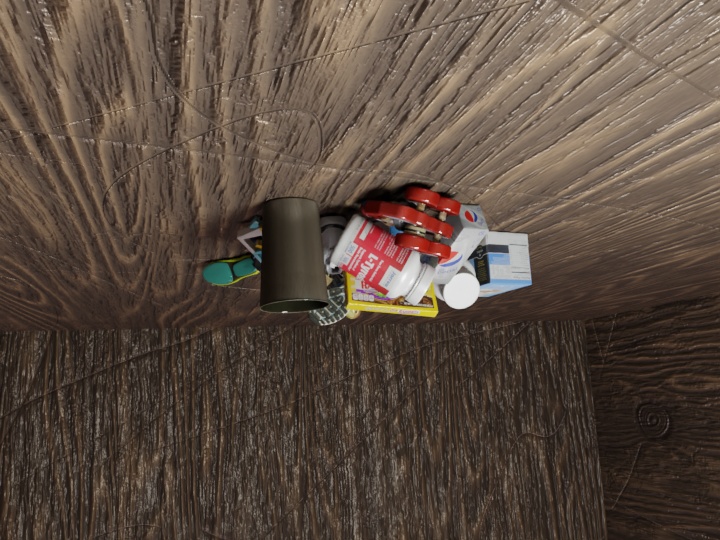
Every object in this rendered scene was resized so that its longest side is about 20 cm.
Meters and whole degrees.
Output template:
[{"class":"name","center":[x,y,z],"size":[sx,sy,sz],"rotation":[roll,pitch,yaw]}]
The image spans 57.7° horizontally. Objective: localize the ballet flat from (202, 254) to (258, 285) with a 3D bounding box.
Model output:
[{"class":"ballet flat","center":[-0.329,-0.004,1.744],"size":[0.198,0.068,0.067],"rotation":[-11,-172,31]}]

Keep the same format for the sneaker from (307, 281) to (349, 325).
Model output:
[{"class":"sneaker","center":[-0.041,0.067,1.601],"size":[0.199,0.079,0.090],"rotation":[-34,177,-8]}]

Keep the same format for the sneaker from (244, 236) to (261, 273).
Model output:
[{"class":"sneaker","center":[-0.216,-0.015,1.573],"size":[0.077,0.071,0.201],"rotation":[5,142,16]}]

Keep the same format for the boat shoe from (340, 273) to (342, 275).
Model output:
[{"class":"boat shoe","center":[0.027,-0.037,1.633],"size":[0.197,0.073,0.060],"rotation":[-14,151,14]}]

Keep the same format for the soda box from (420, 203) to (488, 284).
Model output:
[{"class":"soda box","center":[0.195,-0.053,1.402],"size":[0.062,0.069,0.201],"rotation":[2,145,-23]}]

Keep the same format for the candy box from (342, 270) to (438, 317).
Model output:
[{"class":"candy box","center":[0.062,0.041,1.367],"size":[0.197,0.103,0.027],"rotation":[6,141,-17]}]

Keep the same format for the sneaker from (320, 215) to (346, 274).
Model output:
[{"class":"sneaker","center":[-0.057,-0.043,1.448],"size":[0.074,0.117,0.200],"rotation":[-3,169,2]}]

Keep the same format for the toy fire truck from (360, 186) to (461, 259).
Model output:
[{"class":"toy fire truck","center":[0.089,-0.098,1.268],"size":[0.166,0.114,0.199],"rotation":[13,180,38]}]

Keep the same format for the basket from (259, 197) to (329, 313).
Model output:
[{"class":"basket","center":[-0.132,-0.029,1.273],"size":[0.134,0.204,0.180],"rotation":[-1,170,-15]}]

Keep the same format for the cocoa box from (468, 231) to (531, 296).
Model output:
[{"class":"cocoa box","center":[0.325,-0.011,1.678],"size":[0.131,0.134,0.200],"rotation":[2,168,-23]}]

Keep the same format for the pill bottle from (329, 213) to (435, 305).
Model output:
[{"class":"pill bottle","center":[0.046,-0.017,1.310],"size":[0.198,0.113,0.112],"rotation":[31,167,-1]}]

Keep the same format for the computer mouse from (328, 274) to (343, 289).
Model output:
[{"class":"computer mouse","center":[-0.066,0.035,1.691],"size":[0.198,0.111,0.044],"rotation":[-26,-178,-35]}]

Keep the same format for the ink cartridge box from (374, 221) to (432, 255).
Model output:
[{"class":"ink cartridge box","center":[0.107,-0.066,1.503],"size":[0.198,0.068,0.115],"rotation":[6,166,-37]}]

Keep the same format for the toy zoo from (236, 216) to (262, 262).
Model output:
[{"class":"toy zoo","center":[-0.179,-0.053,1.426],"size":[0.129,0.021,0.200],"rotation":[-10,145,21]}]

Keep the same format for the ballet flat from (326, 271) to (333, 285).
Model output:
[{"class":"ballet flat","center":[-0.116,-0.033,1.537],"size":[0.065,0.070,0.201],"rotation":[-38,136,-16]}]

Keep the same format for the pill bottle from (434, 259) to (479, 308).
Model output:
[{"class":"pill bottle","center":[0.215,0.010,1.578],"size":[0.112,0.116,0.200],"rotation":[-1,-157,-9]}]

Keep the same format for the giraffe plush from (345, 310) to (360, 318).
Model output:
[{"class":"giraffe plush","center":[-0.046,0.039,1.847],"size":[0.197,0.175,0.162],"rotation":[-14,-170,3]}]
